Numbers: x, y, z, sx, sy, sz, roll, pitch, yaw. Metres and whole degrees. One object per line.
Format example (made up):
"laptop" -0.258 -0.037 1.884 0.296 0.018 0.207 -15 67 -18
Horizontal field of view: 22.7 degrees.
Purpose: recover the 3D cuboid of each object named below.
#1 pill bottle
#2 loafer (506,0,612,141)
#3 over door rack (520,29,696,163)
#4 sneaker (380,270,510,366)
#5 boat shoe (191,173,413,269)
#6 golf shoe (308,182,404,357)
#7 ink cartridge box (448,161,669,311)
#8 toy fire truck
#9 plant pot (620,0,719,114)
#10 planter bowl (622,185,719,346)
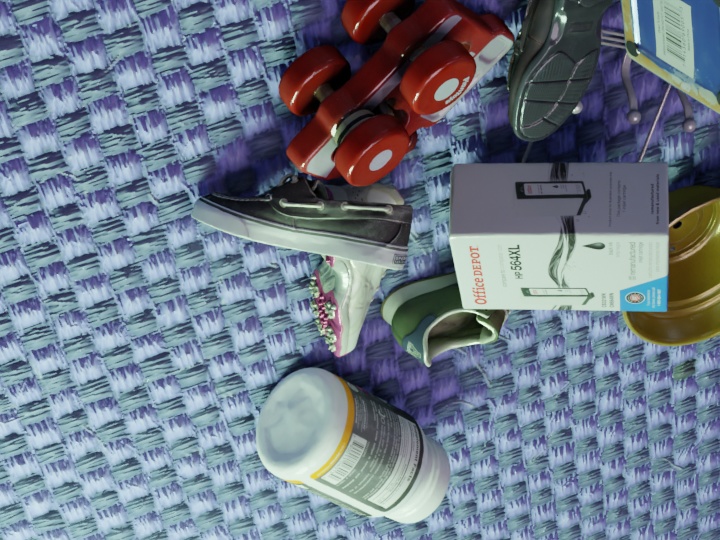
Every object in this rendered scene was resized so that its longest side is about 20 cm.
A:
"pill bottle" -0.003 0.184 1.824 0.116 0.117 0.200 -43 135 16
"loafer" 0.172 -0.211 1.571 0.071 0.063 0.201 -1 127 -27
"over door rack" 0.232 -0.137 1.676 0.147 0.067 0.201 6 127 -30
"sneaker" 0.126 0.034 1.765 0.199 0.090 0.067 -23 136 -6
"boat shoe" -0.050 -0.051 1.579 0.198 0.071 0.064 11 94 11
"golf shoe" 0.000 0.000 1.686 0.091 0.076 0.201 -15 136 -18
"ink cartridge box" 0.186 -0.030 1.666 0.198 0.085 0.146 -1 151 10
"toy fire truck" 0.034 -0.152 1.545 0.200 0.112 0.168 -46 155 15
"plant pot" 0.325 -0.246 1.496 0.179 0.200 0.201 -34 138 -19
"planter bowl" 0.338 -0.024 1.823 0.199 0.084 0.201 -15 135 -15
